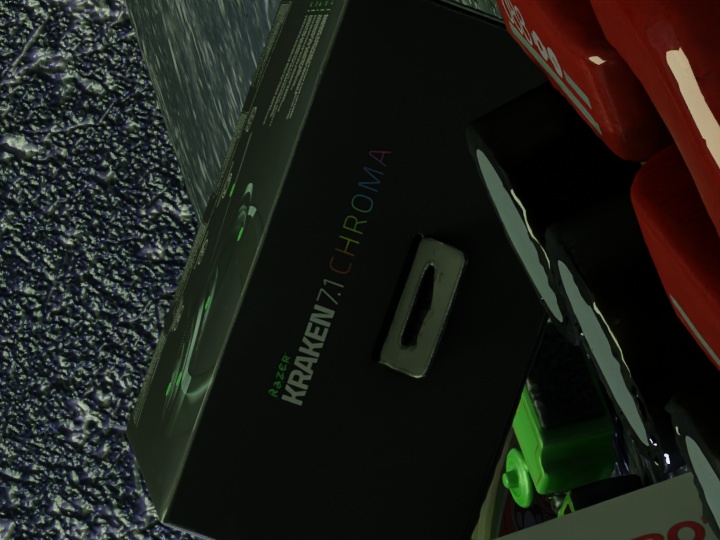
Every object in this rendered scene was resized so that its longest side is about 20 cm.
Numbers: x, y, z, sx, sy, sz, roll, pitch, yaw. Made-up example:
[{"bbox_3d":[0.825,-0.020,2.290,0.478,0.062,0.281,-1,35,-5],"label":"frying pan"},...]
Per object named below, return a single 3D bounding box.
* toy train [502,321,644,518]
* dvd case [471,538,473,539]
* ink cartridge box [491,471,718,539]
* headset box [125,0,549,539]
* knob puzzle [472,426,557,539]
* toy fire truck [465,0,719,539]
[{"bbox_3d":[0.090,0.107,1.051,0.056,0.042,0.201,104,149,-58],"label":"toy train"},{"bbox_3d":[0.070,0.183,1.010,0.200,0.022,0.146,52,-161,-28],"label":"dvd case"},{"bbox_3d":[0.082,0.183,0.802,0.145,0.147,0.200,79,172,-47],"label":"ink cartridge box"},{"bbox_3d":[0.000,0.000,0.938,0.200,0.092,0.175,-154,83,-82],"label":"headset box"},{"bbox_3d":[0.081,0.157,1.143,0.220,0.030,0.221,-11,-90,-73],"label":"knob puzzle"},{"bbox_3d":[0.069,-0.073,0.448,0.200,0.128,0.176,65,178,-28],"label":"toy fire truck"}]
